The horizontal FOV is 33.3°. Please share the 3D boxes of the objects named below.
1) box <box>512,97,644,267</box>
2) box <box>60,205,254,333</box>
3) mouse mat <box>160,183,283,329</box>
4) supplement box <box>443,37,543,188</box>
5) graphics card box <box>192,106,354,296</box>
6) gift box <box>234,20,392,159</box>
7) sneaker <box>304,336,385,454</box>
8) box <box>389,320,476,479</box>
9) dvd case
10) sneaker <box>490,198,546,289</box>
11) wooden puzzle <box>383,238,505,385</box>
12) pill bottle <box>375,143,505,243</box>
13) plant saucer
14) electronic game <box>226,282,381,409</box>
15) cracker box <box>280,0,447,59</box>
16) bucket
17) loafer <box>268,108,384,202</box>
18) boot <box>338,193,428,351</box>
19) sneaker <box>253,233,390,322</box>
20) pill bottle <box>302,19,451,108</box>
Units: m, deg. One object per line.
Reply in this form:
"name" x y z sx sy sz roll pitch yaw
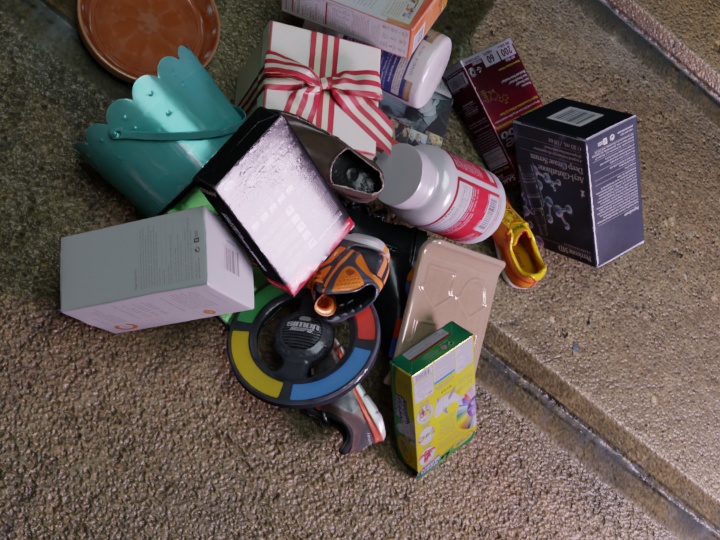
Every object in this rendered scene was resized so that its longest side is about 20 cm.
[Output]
"box" 0.316 -0.129 1.740 0.107 0.148 0.201 -27 120 -28
"box" -0.245 0.003 1.453 0.199 0.124 0.098 -11 71 19
"mouse mat" -0.165 -0.029 1.595 0.161 0.008 0.200 -43 94 -10
"supplement box" 0.218 -0.236 1.818 0.109 0.061 0.201 -29 94 -29
"graphics card box" -0.100 -0.080 1.435 0.126 0.051 0.200 -49 134 -16
"gift box" -0.067 -0.204 1.623 0.183 0.187 0.201 5 70 -21
"sneaker" -0.046 0.151 1.579 0.082 0.077 0.201 -30 79 -14
"box" 0.100 0.177 1.596 0.117 0.201 0.048 -30 42 -29
"dvd case" 0.058 -0.220 1.778 0.145 0.022 0.201 22 66 -16
"sneaker" 0.214 -0.071 1.765 0.073 0.077 0.201 -29 84 -27
"wooden puzzle" 0.107 0.065 1.625 0.185 0.046 0.201 16 92 -50
"pill bottle" 0.107 -0.109 1.666 0.200 0.112 0.113 17 63 -51
"plant saucer" -0.293 -0.343 1.660 0.199 0.032 0.202 8 70 -22
"electronic game" -0.072 0.086 1.535 0.199 0.042 0.201 -4 54 6
"cracker box" 0.007 -0.382 1.659 0.199 0.058 0.134 24 54 13
"bucket" -0.247 -0.172 1.531 0.135 0.207 0.207 47 61 -9
"loafer" -0.048 -0.146 1.502 0.199 0.071 0.073 21 87 -21
"boot" 0.000 0.000 1.650 0.162 0.073 0.199 17 67 -15
"sneaker" -0.066 0.002 1.530 0.199 0.078 0.112 4 46 11
"pill bottle" 0.021 -0.322 1.723 0.199 0.111 0.111 27 62 11
